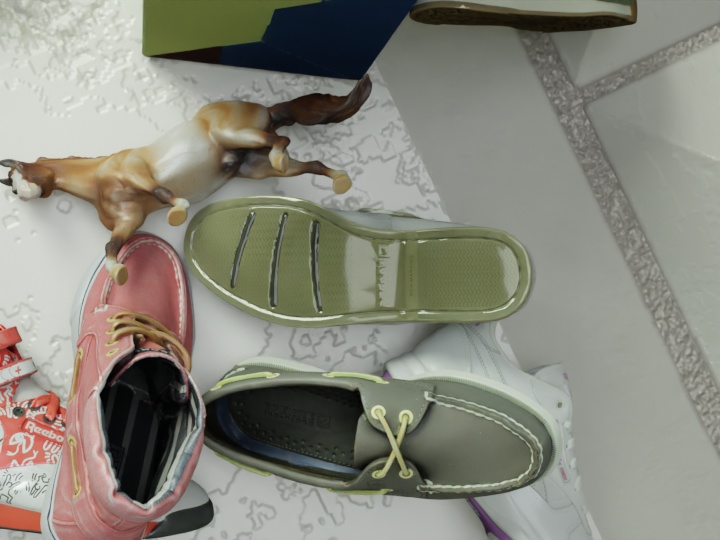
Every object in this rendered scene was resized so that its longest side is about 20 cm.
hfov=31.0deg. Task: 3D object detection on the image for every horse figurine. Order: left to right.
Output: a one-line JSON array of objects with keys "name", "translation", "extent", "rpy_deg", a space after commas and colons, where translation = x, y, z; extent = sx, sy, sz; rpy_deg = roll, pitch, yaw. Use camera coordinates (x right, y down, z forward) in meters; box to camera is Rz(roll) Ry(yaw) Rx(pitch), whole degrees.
[{"name": "horse figurine", "translation": [-0.089, -0.058, 0.724], "extent": [0.200, 0.133, 0.050], "rpy_deg": [-26, 121, -15]}]

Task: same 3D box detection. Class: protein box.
[{"name": "protein box", "translation": [-0.041, -0.227, 0.692], "extent": [0.135, 0.199, 0.200], "rpy_deg": [5, 84, -9]}]

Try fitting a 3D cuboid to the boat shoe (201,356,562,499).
[{"name": "boat shoe", "translation": [0.005, 0.089, 0.702], "extent": [0.202, 0.060, 0.072], "rpy_deg": [6, 101, 20]}]

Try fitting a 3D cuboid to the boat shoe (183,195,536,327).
[{"name": "boat shoe", "translation": [0.000, 0.000, 0.748], "extent": [0.200, 0.068, 0.075], "rpy_deg": [9, 89, 11]}]

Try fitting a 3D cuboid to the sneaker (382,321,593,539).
[{"name": "sneaker", "translation": [0.103, 0.112, 0.754], "extent": [0.100, 0.075, 0.200], "rpy_deg": [-37, 93, -10]}]

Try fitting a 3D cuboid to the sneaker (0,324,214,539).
[{"name": "sneaker", "translation": [-0.177, 0.085, 0.711], "extent": [0.201, 0.067, 0.108], "rpy_deg": [6, 87, -7]}]

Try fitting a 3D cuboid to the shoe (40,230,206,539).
[{"name": "shoe", "translation": [-0.112, 0.050, 0.676], "extent": [0.071, 0.091, 0.200], "rpy_deg": [21, 53, -21]}]

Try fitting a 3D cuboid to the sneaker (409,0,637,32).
[{"name": "sneaker", "translation": [0.097, -0.183, 0.731], "extent": [0.200, 0.067, 0.090], "rpy_deg": [-9, 97, -50]}]
